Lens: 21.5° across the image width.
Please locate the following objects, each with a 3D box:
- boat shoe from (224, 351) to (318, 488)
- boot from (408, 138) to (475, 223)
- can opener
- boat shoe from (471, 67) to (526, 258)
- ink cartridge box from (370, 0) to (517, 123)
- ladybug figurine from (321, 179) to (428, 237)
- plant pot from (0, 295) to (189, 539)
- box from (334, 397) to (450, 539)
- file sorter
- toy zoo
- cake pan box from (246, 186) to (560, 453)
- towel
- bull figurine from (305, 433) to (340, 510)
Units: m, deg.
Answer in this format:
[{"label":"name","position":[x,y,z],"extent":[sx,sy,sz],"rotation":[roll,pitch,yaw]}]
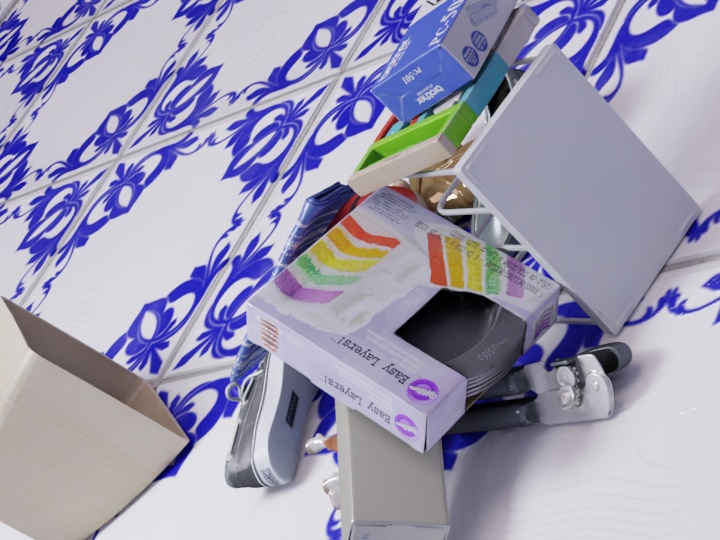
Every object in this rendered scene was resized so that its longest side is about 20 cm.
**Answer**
[{"label":"boat shoe","position":[-0.087,0.126,1.809],"extent":[0.068,0.074,0.200],"rotation":[-13,46,25]},{"label":"boot","position":[0.139,-0.131,1.878],"extent":[0.199,0.066,0.176],"rotation":[-31,40,28]},{"label":"can opener","position":[0.137,0.101,1.548],"extent":[0.199,0.053,0.066],"rotation":[-14,4,45]},{"label":"boat shoe","position":[0.128,-0.095,1.766],"extent":[0.073,0.062,0.201],"rotation":[-1,71,42]},{"label":"ink cartridge box","position":[0.087,-0.217,1.605],"extent":[0.094,0.044,0.200],"rotation":[-29,24,46]},{"label":"ladybug figurine","position":[0.000,0.000,1.823],"extent":[0.135,0.072,0.201],"rotation":[-3,63,52]},{"label":"plant pot","position":[-0.326,0.173,1.985],"extent":[0.178,0.199,0.200],"rotation":[-57,25,3]},{"label":"box","position":[0.022,0.139,1.534],"extent":[0.069,0.082,0.201],"rotation":[101,170,-49]},{"label":"file sorter","position":[0.154,-0.065,1.589],"extent":[0.139,0.200,0.124],"rotation":[-52,22,-18]},{"label":"toy zoo","position":[0.076,-0.153,1.595],"extent":[0.131,0.020,0.200],"rotation":[-21,30,52]},{"label":"cake pan box","position":[0.038,0.036,1.540],"extent":[0.199,0.052,0.184],"rotation":[32,56,27]},{"label":"towel","position":[-0.065,0.009,1.863],"extent":[0.201,0.024,0.145],"rotation":[-66,-9,14]},{"label":"bull figurine","position":[0.013,0.136,1.649],"extent":[0.121,0.065,0.201],"rotation":[-15,38,47]}]
